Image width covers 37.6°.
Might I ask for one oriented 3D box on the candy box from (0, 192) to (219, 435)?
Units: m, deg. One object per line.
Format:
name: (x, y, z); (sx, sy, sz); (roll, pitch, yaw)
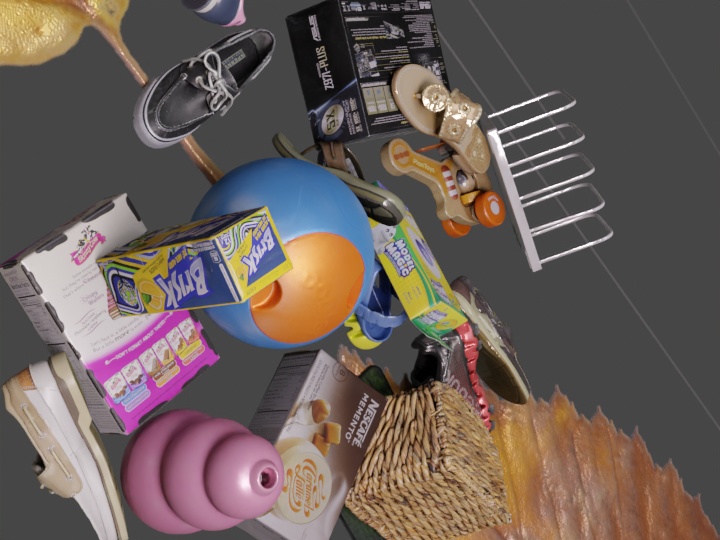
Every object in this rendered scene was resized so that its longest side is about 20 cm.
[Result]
candy box: (-0.248, 0.044, 1.059); (0.136, 0.061, 0.201); (-40, 111, -38)

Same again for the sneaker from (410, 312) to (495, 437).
sneaker: (0.114, 0.155, 1.365); (0.097, 0.071, 0.202); (-22, 111, -23)

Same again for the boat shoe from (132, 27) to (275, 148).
boat shoe: (-0.165, -0.204, 1.160); (0.199, 0.068, 0.074); (-42, 111, -37)

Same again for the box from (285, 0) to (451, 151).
box: (0.018, -0.245, 1.297); (0.199, 0.086, 0.165); (-20, 98, -51)

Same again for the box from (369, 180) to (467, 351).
box: (0.063, -0.001, 1.264); (0.201, 0.048, 0.117); (65, 13, 21)

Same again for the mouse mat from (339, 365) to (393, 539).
mouse mat: (0.016, 0.239, 1.306); (0.161, 0.008, 0.201); (-41, 110, -37)

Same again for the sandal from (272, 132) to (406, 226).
sandal: (-0.019, -0.111, 1.206); (0.058, 0.200, 0.080); (-57, 148, -7)

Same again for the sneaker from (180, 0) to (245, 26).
sneaker: (-0.155, -0.373, 1.203); (0.082, 0.070, 0.202); (23, 71, -55)

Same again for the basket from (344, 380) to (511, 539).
basket: (0.073, 0.233, 1.282); (0.200, 0.148, 0.143); (46, 28, -45)

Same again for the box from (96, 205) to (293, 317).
box: (-0.156, -0.005, 0.972); (0.070, 0.199, 0.065); (-35, 108, -40)

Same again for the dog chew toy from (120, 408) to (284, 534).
dog chew toy: (-0.148, 0.198, 1.034); (0.124, 0.199, 0.126); (6, 81, -41)

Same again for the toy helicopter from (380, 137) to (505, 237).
toy helicopter: (0.104, -0.133, 1.386); (0.199, 0.079, 0.133); (20, 66, -39)

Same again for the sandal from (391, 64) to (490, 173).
sandal: (0.124, -0.187, 1.293); (0.212, 0.069, 0.078); (39, 60, -46)

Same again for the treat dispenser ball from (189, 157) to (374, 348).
treat dispenser ball: (-0.085, -0.018, 1.120); (0.200, 0.200, 0.203); (6, 80, -41)

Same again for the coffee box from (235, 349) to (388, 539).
coffee box: (-0.066, 0.203, 1.183); (0.114, 0.079, 0.201); (40, 60, -25)

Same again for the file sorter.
file sorter: (0.251, -0.127, 1.436); (0.139, 0.124, 0.201); (-88, 159, -73)

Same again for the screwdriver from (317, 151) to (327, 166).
screwdriver: (-0.034, -0.189, 1.300); (0.028, 0.029, 0.202); (13, 79, -40)

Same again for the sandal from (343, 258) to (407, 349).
sandal: (0.000, 0.000, 1.271); (0.079, 0.087, 0.201); (-41, 110, -35)

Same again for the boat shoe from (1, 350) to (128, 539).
boat shoe: (-0.280, 0.178, 1.013); (0.068, 0.075, 0.201); (-21, 107, -14)

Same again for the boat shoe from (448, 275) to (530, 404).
boat shoe: (0.177, 0.093, 1.425); (0.201, 0.072, 0.066); (52, 60, -19)
